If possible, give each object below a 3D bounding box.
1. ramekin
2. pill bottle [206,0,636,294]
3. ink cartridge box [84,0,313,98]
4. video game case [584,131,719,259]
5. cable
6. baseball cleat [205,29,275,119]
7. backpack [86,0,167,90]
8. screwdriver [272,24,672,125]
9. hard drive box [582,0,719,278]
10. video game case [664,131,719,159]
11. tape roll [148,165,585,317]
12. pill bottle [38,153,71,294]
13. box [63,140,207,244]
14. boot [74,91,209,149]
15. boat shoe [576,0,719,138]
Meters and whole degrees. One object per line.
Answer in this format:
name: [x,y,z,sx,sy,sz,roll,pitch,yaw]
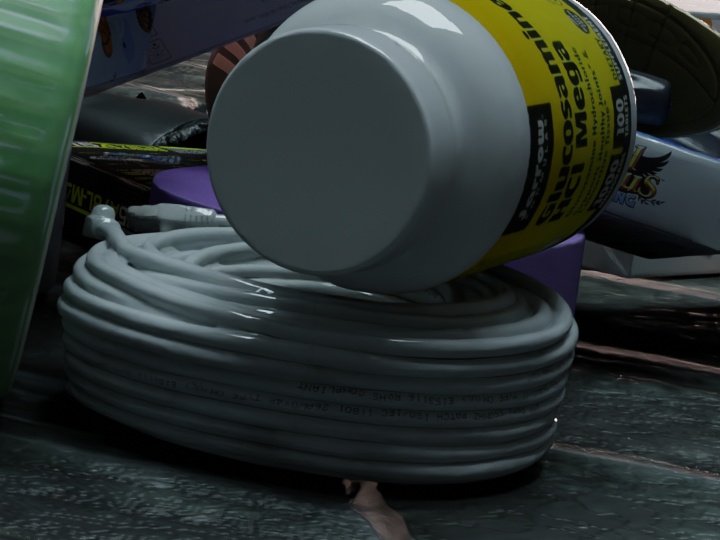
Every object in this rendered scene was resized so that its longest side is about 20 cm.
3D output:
ramekin: [-0.160,-0.046,1.028,0.098,0.200,0.200,13,8,-8]
pill bottle: [0.023,-0.051,1.017,0.112,0.113,0.200,11,11,21]
ink cartridge box: [-0.060,-0.171,1.374,0.200,0.045,0.176,-18,29,24]
video game case: [0.081,-0.054,1.336,0.181,0.046,0.200,17,-2,-4]
cable: [-0.018,0.030,1.057,0.200,0.069,0.200,8,10,-1]
baseball cleat: [-0.048,-0.096,1.414,0.070,0.106,0.200,34,-34,-3]
backpack: [-0.166,-0.155,1.181,0.190,0.154,0.200,16,7,9]
screwdriver: [0.051,-0.103,1.309,0.200,0.029,0.028,17,-2,8]
hard drive box: [0.200,-0.081,1.621,0.077,0.156,0.200,16,13,41]
video game case: [0.203,-0.024,1.384,0.143,0.018,0.200,45,-3,-30]
tape roll: [0.000,0.000,1.259,0.200,0.066,0.200,7,8,-1]
pill bottle: [-0.233,-0.053,1.254,0.200,0.111,0.111,7,9,-6]
box: [-0.051,-0.030,1.458,0.200,0.048,0.193,2,9,-32]
boot: [-0.171,-0.074,1.582,0.162,0.073,0.198,20,16,30]
boat shoe: [0.107,-0.106,1.368,0.201,0.072,0.066,12,0,32]
